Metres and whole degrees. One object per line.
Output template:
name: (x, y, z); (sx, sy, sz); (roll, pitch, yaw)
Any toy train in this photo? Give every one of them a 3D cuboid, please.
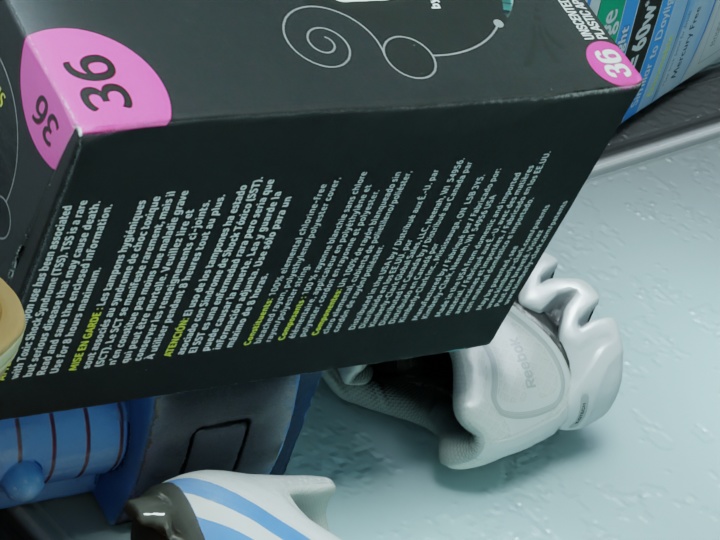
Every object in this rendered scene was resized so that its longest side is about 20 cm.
toy train: (-0.113, 0.029, 0.834); (0.199, 0.087, 0.114); (-8, 47, -31)

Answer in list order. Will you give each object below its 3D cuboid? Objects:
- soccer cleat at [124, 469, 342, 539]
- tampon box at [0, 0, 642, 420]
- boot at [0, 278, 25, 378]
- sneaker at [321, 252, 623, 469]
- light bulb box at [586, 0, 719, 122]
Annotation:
soccer cleat: (-0.004, 0.126, 0.749); (0.086, 0.070, 0.200); (-5, 39, -26)
tampon box: (-0.046, -0.058, 0.800); (0.199, 0.126, 0.150); (-7, 51, -34)
boot: (-0.176, 0.086, 0.662); (0.073, 0.156, 0.200); (35, 46, 25)
sneaker: (0.000, 0.000, 0.933); (0.200, 0.075, 0.081); (36, 48, 27)
light bulb box: (0.090, -0.171, 1.090); (0.125, 0.199, 0.200); (29, 38, 23)
